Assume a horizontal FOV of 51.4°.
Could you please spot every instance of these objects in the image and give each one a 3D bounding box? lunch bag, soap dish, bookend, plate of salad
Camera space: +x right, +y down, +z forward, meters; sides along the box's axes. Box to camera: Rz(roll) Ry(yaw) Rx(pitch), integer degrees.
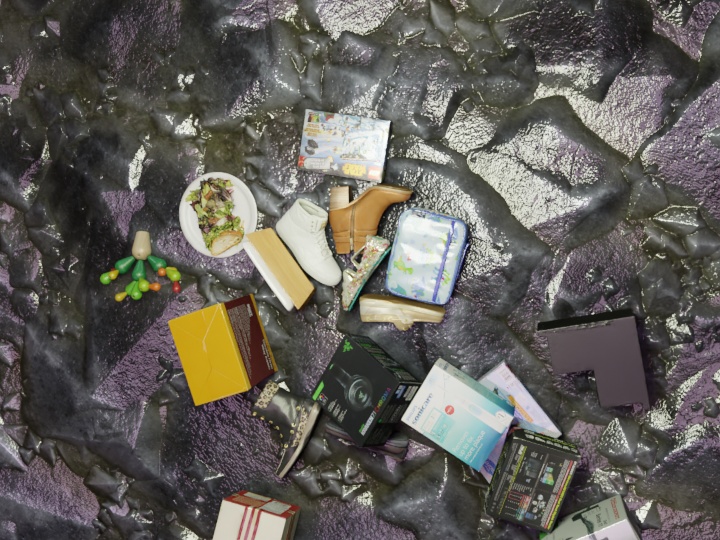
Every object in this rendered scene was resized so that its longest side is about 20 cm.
[{"bbox_3d":[0.148,-0.033,1.646,0.159,0.082,0.202,16,100,8],"label":"lunch bag"},{"bbox_3d":[-0.178,-0.002,1.691,0.081,0.157,0.201,-36,87,-3],"label":"soap dish"},{"bbox_3d":[0.491,0.199,1.582,0.197,0.092,0.202,-11,94,15],"label":"bookend"},{"bbox_3d":[-0.340,-0.130,1.765,0.198,0.048,0.202,1,96,14],"label":"plate of salad"}]

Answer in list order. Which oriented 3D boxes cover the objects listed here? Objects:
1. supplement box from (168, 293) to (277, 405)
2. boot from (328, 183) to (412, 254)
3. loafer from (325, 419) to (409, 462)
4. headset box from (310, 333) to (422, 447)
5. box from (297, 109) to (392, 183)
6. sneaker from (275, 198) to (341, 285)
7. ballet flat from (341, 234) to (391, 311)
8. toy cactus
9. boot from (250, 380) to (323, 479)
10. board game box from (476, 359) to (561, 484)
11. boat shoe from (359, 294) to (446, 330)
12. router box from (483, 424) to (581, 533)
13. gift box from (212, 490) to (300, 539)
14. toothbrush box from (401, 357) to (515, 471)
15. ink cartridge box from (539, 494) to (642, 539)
[{"bbox_3d":[-0.307,0.175,1.707,0.132,0.200,0.199,-18,91,14],"label":"supplement box"},{"bbox_3d":[0.026,-0.113,1.672,0.198,0.074,0.156,0,100,23],"label":"boot"},{"bbox_3d":[0.012,0.395,1.724,0.198,0.072,0.064,10,102,9],"label":"loafer"},{"bbox_3d":[0.006,0.260,1.666,0.200,0.092,0.175,39,105,36],"label":"headset box"},{"bbox_3d":[-0.035,-0.279,1.684,0.198,0.040,0.138,11,97,12],"label":"box"},{"bbox_3d":[-0.098,-0.067,1.683,0.200,0.074,0.116,48,131,5],"label":"sneaker"},{"bbox_3d":[0.000,0.000,1.676,0.064,0.076,0.201,34,115,5],"label":"ballet flat"},{"bbox_3d":[-0.524,-0.009,1.809,0.198,0.102,0.167,-4,76,16],"label":"toy cactus"},{"bbox_3d":[-0.191,0.371,1.764,0.150,0.073,0.201,28,97,8],"label":"boot"},{"bbox_3d":[0.305,0.337,1.663,0.199,0.041,0.200,-39,86,13],"label":"board game box"},{"bbox_3d":[0.093,0.100,1.679,0.198,0.074,0.070,8,102,19],"label":"boat shoe"},{"bbox_3d":[0.367,0.449,1.613,0.149,0.062,0.202,17,106,1],"label":"router box"},{"bbox_3d":[-0.239,0.637,1.750,0.183,0.200,0.188,13,83,15],"label":"gift box"},{"bbox_3d":[0.212,0.308,1.618,0.199,0.085,0.147,33,101,10],"label":"toothbrush box"},{"bbox_3d":[0.488,0.572,1.591,0.199,0.147,0.084,-28,88,13],"label":"ink cartridge box"}]
